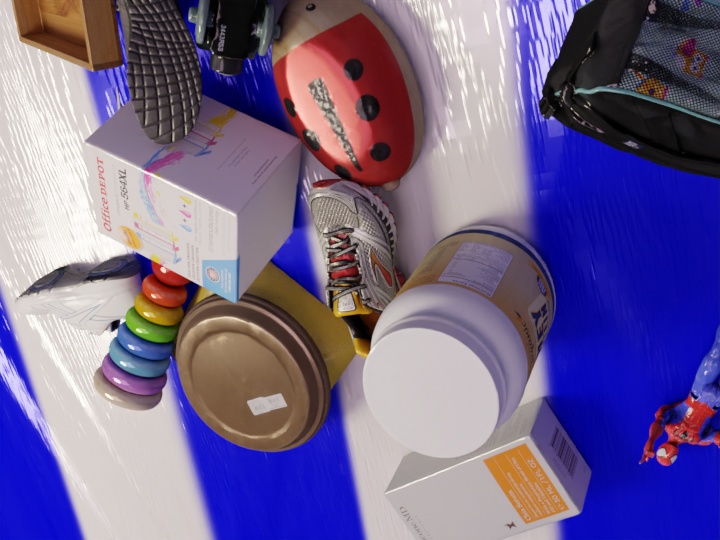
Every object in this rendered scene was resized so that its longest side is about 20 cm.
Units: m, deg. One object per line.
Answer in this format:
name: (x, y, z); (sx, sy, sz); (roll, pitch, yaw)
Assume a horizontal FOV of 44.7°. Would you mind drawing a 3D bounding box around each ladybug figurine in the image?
ladybug figurine: (-0.016, -0.162, 0.818); (0.134, 0.072, 0.202); (-26, 102, 32)

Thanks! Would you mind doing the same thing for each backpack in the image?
backpack: (0.253, -0.146, 0.639); (0.197, 0.176, 0.156); (25, 92, -1)

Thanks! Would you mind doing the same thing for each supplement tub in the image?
supplement tub: (0.092, 0.060, 0.798); (0.141, 0.200, 0.147); (10, 119, 20)

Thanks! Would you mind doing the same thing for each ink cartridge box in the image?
ink cartridge box: (-0.176, -0.088, 0.881); (0.197, 0.126, 0.130); (24, 139, 12)

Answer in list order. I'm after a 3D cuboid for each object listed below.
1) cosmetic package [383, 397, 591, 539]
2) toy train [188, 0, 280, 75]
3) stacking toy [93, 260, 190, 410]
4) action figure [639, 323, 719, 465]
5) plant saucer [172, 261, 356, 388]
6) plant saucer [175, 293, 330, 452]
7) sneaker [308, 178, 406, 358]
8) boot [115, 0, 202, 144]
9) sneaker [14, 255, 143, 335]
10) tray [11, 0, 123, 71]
cosmetic package: (0.134, 0.227, 0.938); (0.198, 0.071, 0.102); (-32, 99, 34)
toy train: (-0.107, -0.282, 0.780); (0.083, 0.115, 0.204); (6, 118, -14)
stacking toy: (-0.239, 0.056, 1.017); (0.084, 0.085, 0.203); (27, 103, 10)
action figure: (0.315, 0.117, 0.786); (0.064, 0.099, 0.203); (27, 125, 11)
plant saucer: (-0.124, 0.093, 1.009); (0.199, 0.048, 0.201); (37, 125, 4)
plant saucer: (-0.126, 0.121, 0.978); (0.196, 0.029, 0.204); (10, 117, 20)
sneaker: (0.000, 0.000, 0.862); (0.076, 0.083, 0.203); (-5, 124, 31)
boot: (-0.194, -0.227, 0.840); (0.068, 0.132, 0.205); (-8, 102, -10)
sneaker: (-0.343, 0.042, 1.075); (0.196, 0.075, 0.089); (-6, 117, 28)
tray: (-0.299, -0.267, 0.872); (0.199, 0.037, 0.101); (28, 129, 46)
